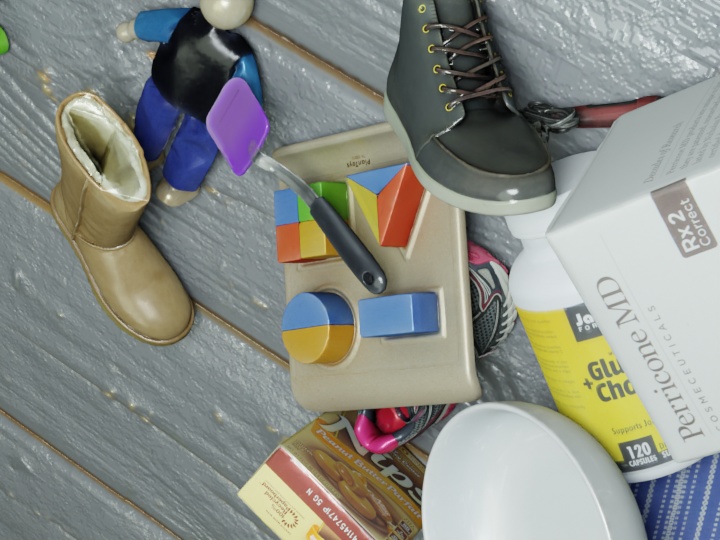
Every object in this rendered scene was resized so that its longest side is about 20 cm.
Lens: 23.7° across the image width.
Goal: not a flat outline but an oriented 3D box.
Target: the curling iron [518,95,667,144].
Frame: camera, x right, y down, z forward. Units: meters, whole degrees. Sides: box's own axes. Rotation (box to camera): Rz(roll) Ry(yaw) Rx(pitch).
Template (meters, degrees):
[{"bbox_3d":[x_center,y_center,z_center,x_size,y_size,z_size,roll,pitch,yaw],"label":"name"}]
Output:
[{"bbox_3d":[0.186,-0.093,1.083,0.198,0.050,0.026,1,121,30],"label":"curling iron"}]

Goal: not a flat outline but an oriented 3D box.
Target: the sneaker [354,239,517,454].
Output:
[{"bbox_3d":[0.054,0.060,1.261,0.080,0.075,0.201,34,132,17],"label":"sneaker"}]

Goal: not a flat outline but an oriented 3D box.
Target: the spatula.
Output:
[{"bbox_3d":[-0.045,-0.057,1.214,0.200,0.020,0.057,47,126,19],"label":"spatula"}]

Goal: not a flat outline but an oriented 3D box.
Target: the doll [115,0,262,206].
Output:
[{"bbox_3d":[-0.130,-0.142,1.291,0.136,0.048,0.201,40,134,9],"label":"doll"}]

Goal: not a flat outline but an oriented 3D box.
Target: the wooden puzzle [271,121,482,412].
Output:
[{"bbox_3d":[0.000,0.000,1.230,0.184,0.046,0.202,-8,88,45],"label":"wooden puzzle"}]

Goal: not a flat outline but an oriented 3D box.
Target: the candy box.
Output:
[{"bbox_3d":[-0.008,0.167,1.291,0.115,0.200,0.055,45,105,5],"label":"candy box"}]

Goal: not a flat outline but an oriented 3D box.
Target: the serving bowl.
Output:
[{"bbox_3d":[0.124,0.180,1.131,0.199,0.065,0.202,19,114,52],"label":"serving bowl"}]

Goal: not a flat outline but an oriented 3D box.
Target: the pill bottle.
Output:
[{"bbox_3d":[0.164,0.029,1.129,0.111,0.112,0.201,-10,111,41],"label":"pill bottle"}]

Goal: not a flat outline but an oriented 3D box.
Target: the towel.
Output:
[{"bbox_3d":[0.224,0.160,1.160,0.199,0.146,0.024,-3,148,39],"label":"towel"}]

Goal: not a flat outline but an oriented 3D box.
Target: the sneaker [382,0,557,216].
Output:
[{"bbox_3d":[0.065,-0.117,1.088,0.200,0.074,0.107,-129,34,-52],"label":"sneaker"}]

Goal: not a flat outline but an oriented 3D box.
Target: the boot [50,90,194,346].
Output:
[{"bbox_3d":[-0.185,-0.032,1.337,0.175,0.066,0.200,49,160,3],"label":"boot"}]

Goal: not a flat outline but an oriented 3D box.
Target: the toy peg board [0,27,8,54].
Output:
[{"bbox_3d":[-0.381,-0.248,1.405,0.198,0.097,0.202,24,131,44],"label":"toy peg board"}]

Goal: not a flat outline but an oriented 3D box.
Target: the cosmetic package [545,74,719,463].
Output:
[{"bbox_3d":[0.244,-0.022,0.972,0.199,0.165,0.166,-23,106,34],"label":"cosmetic package"}]
